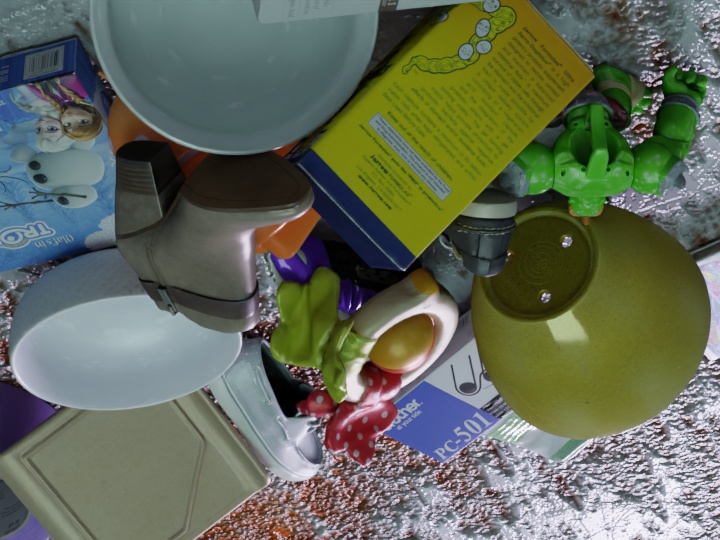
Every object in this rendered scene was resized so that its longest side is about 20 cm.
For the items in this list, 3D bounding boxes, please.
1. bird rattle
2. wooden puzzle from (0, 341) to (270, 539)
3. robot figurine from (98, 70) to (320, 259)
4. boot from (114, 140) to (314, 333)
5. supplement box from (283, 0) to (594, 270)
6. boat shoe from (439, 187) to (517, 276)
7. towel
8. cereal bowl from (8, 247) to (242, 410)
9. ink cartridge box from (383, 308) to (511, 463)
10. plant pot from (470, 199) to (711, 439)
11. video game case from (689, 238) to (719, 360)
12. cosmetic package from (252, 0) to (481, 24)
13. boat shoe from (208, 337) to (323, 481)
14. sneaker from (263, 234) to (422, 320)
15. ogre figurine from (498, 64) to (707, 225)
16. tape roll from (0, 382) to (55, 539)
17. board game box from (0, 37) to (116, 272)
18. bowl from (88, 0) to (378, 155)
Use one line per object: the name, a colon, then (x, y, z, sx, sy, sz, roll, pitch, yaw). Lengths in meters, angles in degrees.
bird rattle: (0.016, 0.077, 1.538, 0.163, 0.113, 0.200, -34, 141, -4)
wooden puzzle: (-0.213, 0.186, 1.697, 0.200, 0.037, 0.185, -36, 110, 0)
robot figurine: (-0.115, -0.091, 1.402, 0.117, 0.144, 0.200, -35, 124, 17)
boot: (-0.099, -0.018, 1.312, 0.200, 0.070, 0.146, 17, 135, 38)
supplement box: (0.051, -0.107, 1.305, 0.200, 0.109, 0.110, -45, 99, -8)
boat shoe: (0.071, -0.039, 1.433, 0.073, 0.200, 0.063, -2, 100, -14)
towel: (0.156, 0.123, 1.749, 0.200, 0.031, 0.149, 20, 134, -25)
cereal bowl: (-0.206, 0.039, 1.571, 0.200, 0.083, 0.200, -9, 150, -5)
ink cartridge box: (0.102, 0.099, 1.672, 0.094, 0.044, 0.200, 28, 133, -23)
plant pot: (0.169, 0.022, 1.473, 0.200, 0.200, 0.142, -19, 151, 19)
video game case: (0.372, 0.006, 1.631, 0.200, 0.018, 0.143, -25, 136, 25)
cosmetic package: (0.026, -0.227, 1.202, 0.200, 0.074, 0.102, -7, 155, -9)
boat shoe: (-0.074, 0.133, 1.714, 0.071, 0.070, 0.201, -14, 136, 22)
sneaker: (0.000, 0.000, 1.569, 0.099, 0.070, 0.200, -33, 136, 22)
ogre figurine: (0.171, -0.107, 1.403, 0.200, 0.120, 0.098, 12, 138, -17)
tape roll: (-0.385, 0.195, 1.761, 0.200, 0.085, 0.200, -2, 141, -1)
board game box: (-0.280, -0.083, 1.463, 0.200, 0.043, 0.199, -13, 141, 12)
bowl: (-0.094, -0.182, 1.287, 0.201, 0.201, 0.090, 7, -177, -12)
